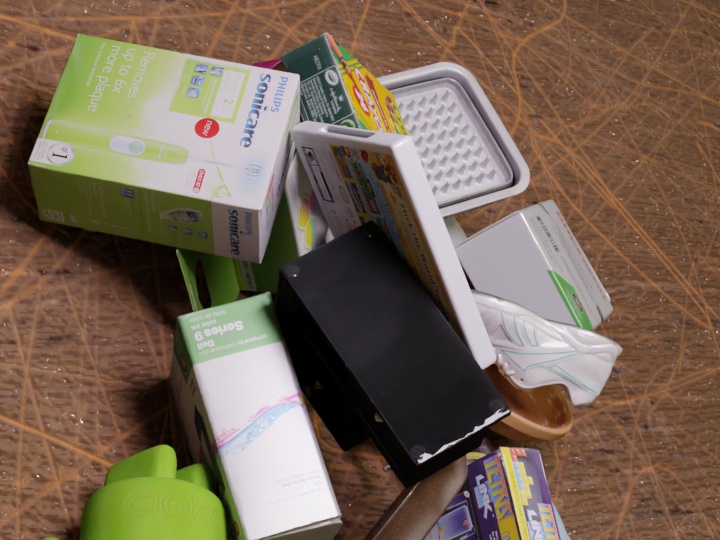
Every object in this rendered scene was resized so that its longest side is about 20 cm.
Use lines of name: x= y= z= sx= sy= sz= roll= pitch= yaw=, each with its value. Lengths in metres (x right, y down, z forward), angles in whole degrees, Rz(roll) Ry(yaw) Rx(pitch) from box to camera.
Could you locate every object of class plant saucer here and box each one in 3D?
plant saucer: x=0.034 y=0.222 z=1.474 sx=0.037 sy=0.201 sz=0.200 roll=38 pitch=40 yaw=4
plant saucer: x=0.125 y=0.105 z=1.726 sx=0.200 sy=0.038 sz=0.200 roll=34 pitch=19 yaw=-14

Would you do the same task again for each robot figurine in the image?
robot figurine: x=-0.161 y=0.240 z=1.328 sx=0.175 sy=0.115 sz=0.201 roll=34 pitch=43 yaw=-42

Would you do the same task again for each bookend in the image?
bookend: x=0.017 y=0.101 z=1.413 sx=0.092 sy=0.200 sz=0.199 roll=-27 pitch=66 yaw=-20

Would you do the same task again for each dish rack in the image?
dish rack: x=0.056 y=-0.118 z=1.733 sx=0.199 sy=0.044 sz=0.172 roll=-17 pitch=66 yaw=-27

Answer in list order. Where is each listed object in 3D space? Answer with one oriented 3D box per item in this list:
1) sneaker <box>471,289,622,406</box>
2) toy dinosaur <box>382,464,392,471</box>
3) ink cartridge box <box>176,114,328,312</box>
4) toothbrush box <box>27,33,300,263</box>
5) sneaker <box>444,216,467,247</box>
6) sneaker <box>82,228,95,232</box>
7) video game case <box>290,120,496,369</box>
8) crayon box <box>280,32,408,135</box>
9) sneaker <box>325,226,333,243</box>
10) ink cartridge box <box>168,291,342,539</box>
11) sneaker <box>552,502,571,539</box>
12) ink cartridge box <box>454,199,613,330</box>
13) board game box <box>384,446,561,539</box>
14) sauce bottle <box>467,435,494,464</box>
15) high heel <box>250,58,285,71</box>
sneaker: x=0.151 y=0.072 z=1.671 sx=0.199 sy=0.081 sz=0.070 roll=22 pitch=2 yaw=-2
toy dinosaur: x=0.001 y=0.115 z=1.609 sx=0.105 sy=0.201 sz=0.181 roll=-33 pitch=48 yaw=-17
ink cartridge box: x=-0.089 y=-0.029 z=1.559 sx=0.201 sy=0.075 sz=0.148 roll=-70 pitch=158 yaw=-43
toothbrush box: x=-0.163 y=-0.104 z=1.460 sx=0.199 sy=0.086 sz=0.146 roll=12 pitch=58 yaw=4
sneaker: x=0.038 y=-0.066 z=1.755 sx=0.200 sy=0.074 sz=0.116 roll=52 pitch=23 yaw=-8
sneaker: x=-0.202 y=-0.116 z=1.550 sx=0.071 sy=0.080 sz=0.200 roll=43 pitch=42 yaw=-15
video game case: x=0.025 y=-0.024 z=1.404 sx=0.023 sy=0.182 sz=0.201 roll=-30 pitch=111 yaw=-21
crayon box: x=0.006 y=-0.122 z=1.581 sx=0.200 sy=0.051 sz=0.128 roll=34 pitch=33 yaw=-64
sneaker: x=0.000 y=0.000 z=1.642 sx=0.200 sy=0.082 sz=0.074 roll=35 pitch=54 yaw=-59
ink cartridge box: x=-0.090 y=0.142 z=1.424 sx=0.087 sy=0.145 sz=0.201 roll=-15 pitch=71 yaw=-15
sneaker: x=0.210 y=0.306 z=1.701 sx=0.130 sy=0.079 sz=0.201 roll=-3 pitch=77 yaw=-45
ink cartridge box: x=0.187 y=0.011 z=1.816 sx=0.146 sy=0.084 sz=0.200 roll=61 pitch=17 yaw=3
board game box: x=0.110 y=0.281 z=1.544 sx=0.057 sy=0.165 sz=0.201 roll=11 pitch=58 yaw=-41
sauce bottle: x=0.109 y=0.206 z=1.671 sx=0.066 sy=0.066 sz=0.201 roll=4 pitch=53 yaw=-44
high heel: x=-0.119 y=-0.121 z=1.627 sx=0.067 sy=0.096 sz=0.201 roll=32 pitch=45 yaw=-27
